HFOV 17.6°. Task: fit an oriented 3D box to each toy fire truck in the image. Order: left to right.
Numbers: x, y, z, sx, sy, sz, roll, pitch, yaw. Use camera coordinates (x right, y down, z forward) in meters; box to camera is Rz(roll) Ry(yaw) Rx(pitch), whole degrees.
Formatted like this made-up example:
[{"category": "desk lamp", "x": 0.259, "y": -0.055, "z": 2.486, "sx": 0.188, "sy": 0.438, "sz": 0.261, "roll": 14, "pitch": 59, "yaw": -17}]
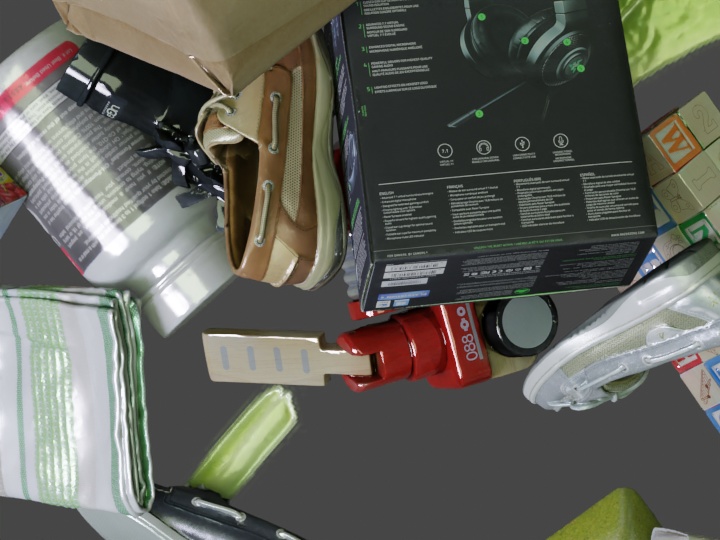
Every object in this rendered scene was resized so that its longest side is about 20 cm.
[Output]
[{"category": "toy fire truck", "x": 0.000, "y": 0.000, "z": 1.486, "sx": 0.198, "sy": 0.129, "sz": 0.178, "roll": -17, "pitch": 94, "yaw": -20}]

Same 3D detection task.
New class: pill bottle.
[{"category": "pill bottle", "x": -0.162, "y": -0.058, "z": 1.522, "sx": 0.111, "sy": 0.111, "sz": 0.200, "roll": -40, "pitch": 89, "yaw": 9}]

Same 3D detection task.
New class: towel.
[{"category": "towel", "x": -0.223, "y": 0.083, "z": 1.538, "sx": 0.199, "sy": 0.031, "sz": 0.151, "roll": 3, "pitch": 100, "yaw": 35}]

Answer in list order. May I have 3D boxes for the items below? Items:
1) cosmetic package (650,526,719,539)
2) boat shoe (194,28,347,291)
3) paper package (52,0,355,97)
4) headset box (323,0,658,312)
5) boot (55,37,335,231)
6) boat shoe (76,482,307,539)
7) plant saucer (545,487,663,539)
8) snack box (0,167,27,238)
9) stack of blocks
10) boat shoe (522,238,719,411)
[{"category": "cosmetic package", "x": 0.280, "y": 0.233, "z": 1.473, "sx": 0.198, "sy": 0.087, "sz": 0.104, "roll": 11, "pitch": 84, "yaw": -7}, {"category": "boat shoe", "x": -0.059, "y": -0.087, "z": 1.407, "sx": 0.073, "sy": 0.076, "sz": 0.202, "roll": -2, "pitch": 73, "yaw": -28}, {"category": "paper package", "x": -0.070, "y": -0.212, "z": 1.365, "sx": 0.200, "sy": 0.190, "sz": 0.104, "roll": -39, "pitch": 126, "yaw": -19}, {"category": "headset box", "x": 0.073, "y": -0.091, "z": 1.395, "sx": 0.172, "sy": 0.093, "sz": 0.202, "roll": -6, "pitch": 72, "yaw": -7}, {"category": "boot", "x": -0.087, "y": -0.138, "z": 1.490, "sx": 0.162, "sy": 0.073, "sz": 0.199, "roll": 33, "pitch": 62, "yaw": -9}, {"category": "boat shoe", "x": -0.103, "y": 0.180, "z": 1.565, "sx": 0.199, "sy": 0.076, "sz": 0.060, "roll": 29, "pitch": 61, "yaw": 13}, {"category": "plant saucer", "x": 0.156, "y": 0.281, "z": 1.535, "sx": 0.199, "sy": 0.048, "sz": 0.200, "roll": -36, "pitch": 90, "yaw": 3}, {"category": "snack box", "x": -0.323, "y": -0.021, "z": 1.534, "sx": 0.142, "sy": 0.053, "sz": 0.200, "roll": 43, "pitch": 121, "yaw": 10}, {"category": "stack of blocks", "x": 0.226, "y": 0.001, "z": 1.469, "sx": 0.058, "sy": 0.115, "sz": 0.201, "roll": -35, "pitch": 91, "yaw": -33}, {"category": "boat shoe", "x": 0.172, "y": 0.049, "z": 1.462, "sx": 0.065, "sy": 0.074, "sz": 0.202, "roll": 53, "pitch": 140, "yaw": 3}]
